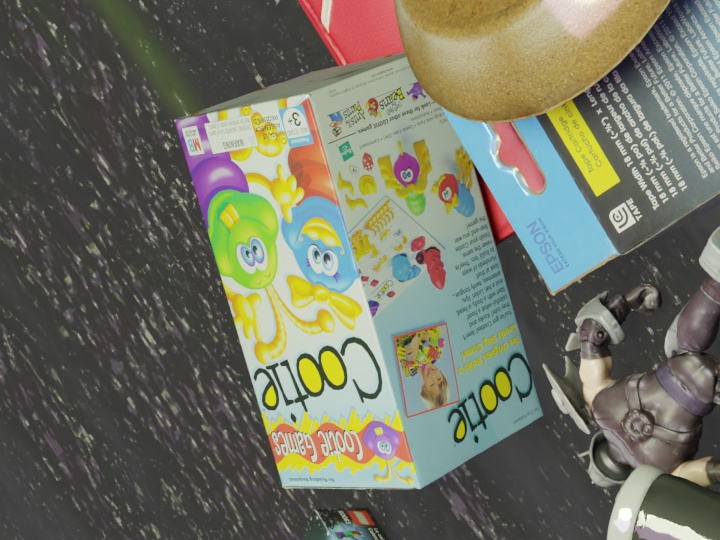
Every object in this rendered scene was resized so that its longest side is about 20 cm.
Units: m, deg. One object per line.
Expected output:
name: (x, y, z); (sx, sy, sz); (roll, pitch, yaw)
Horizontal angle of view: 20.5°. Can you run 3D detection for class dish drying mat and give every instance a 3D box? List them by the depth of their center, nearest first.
dish drying mat: (0.027, -0.103, 1.037); (0.077, 0.018, 0.200); (-35, 82, 34)

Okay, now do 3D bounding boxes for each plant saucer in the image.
plant saucer: (0.076, -0.167, 0.911); (0.200, 0.035, 0.200); (-25, 54, 41)

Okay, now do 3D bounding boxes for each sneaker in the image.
sneaker: (0.179, 0.178, 0.943); (0.099, 0.071, 0.200); (16, 142, 31)

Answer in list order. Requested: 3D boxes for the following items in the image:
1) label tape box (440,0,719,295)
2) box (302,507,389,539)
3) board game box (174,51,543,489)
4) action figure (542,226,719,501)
label tape box: (0.141, -0.100, 0.934); (0.200, 0.063, 0.144); (-35, 82, 35)
box: (-0.015, 0.252, 1.113); (0.137, 0.038, 0.200); (54, 131, 47)
board game box: (0.000, 0.000, 1.014); (0.103, 0.105, 0.200); (-6, 103, 45)
action figure: (0.168, 0.045, 0.958); (0.130, 0.069, 0.200); (42, 126, 9)
